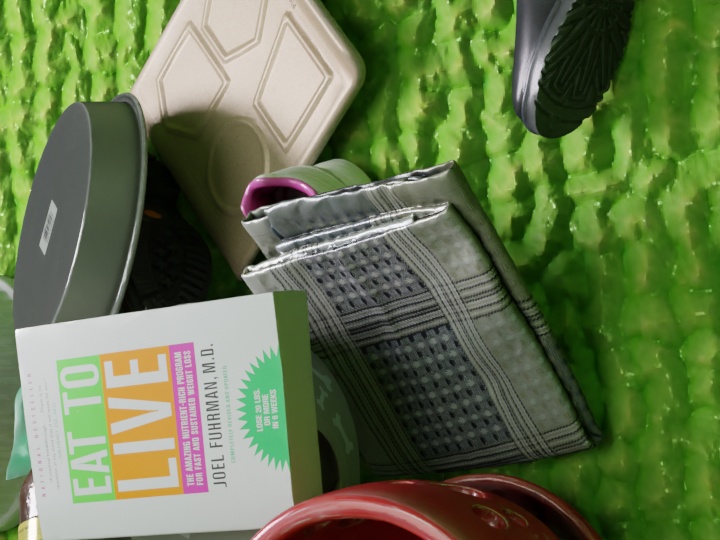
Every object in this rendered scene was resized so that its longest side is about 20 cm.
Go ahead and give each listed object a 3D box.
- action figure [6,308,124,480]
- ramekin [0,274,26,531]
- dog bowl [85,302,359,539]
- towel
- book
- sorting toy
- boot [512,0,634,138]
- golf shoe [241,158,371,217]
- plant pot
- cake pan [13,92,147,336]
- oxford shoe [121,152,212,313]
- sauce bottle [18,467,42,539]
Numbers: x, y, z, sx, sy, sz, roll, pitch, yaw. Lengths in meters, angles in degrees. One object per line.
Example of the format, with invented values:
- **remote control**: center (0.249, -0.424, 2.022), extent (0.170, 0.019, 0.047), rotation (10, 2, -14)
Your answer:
- **action figure**: center (-0.198, 0.063, 1.672), extent (0.055, 0.117, 0.201), rotation (81, 178, -49)
- **ramekin**: center (-0.322, 0.101, 1.786), extent (0.199, 0.105, 0.202), rotation (-3, 87, 47)
- **dog bowl**: center (-0.084, 0.121, 1.422), extent (0.199, 0.058, 0.202), rotation (-3, 85, 39)
- **towel**: center (0.028, 0.036, 1.386), extent (0.192, 0.035, 0.201), rotation (-12, 114, 47)
- **book**: center (-0.112, 0.089, 1.386), extent (0.199, 0.048, 0.135), rotation (-9, 84, 36)
- **sorting toy**: center (-0.076, -0.124, 1.588), extent (0.185, 0.036, 0.201), rotation (56, 131, 34)
- **boot**: center (0.073, -0.183, 1.402), extent (0.199, 0.065, 0.166), rotation (25, 98, 42)
- **golf shoe**: center (0.000, 0.000, 1.456), extent (0.200, 0.091, 0.076), rotation (42, 116, 38)
- **plant pot**: center (0.044, 0.214, 1.306), extent (0.199, 0.182, 0.202), rotation (0, 91, 31)
- **cake pan**: center (-0.193, -0.026, 1.589), extent (0.200, 0.037, 0.202), rotation (-168, 90, -69)
- **oxford shoe**: center (-0.152, -0.002, 1.619), extent (0.200, 0.072, 0.085), rotation (-112, 41, -56)
- **sauce bottle**: center (-0.191, 0.173, 1.519), extent (0.065, 0.064, 0.201), rotation (-24, 64, 44)
